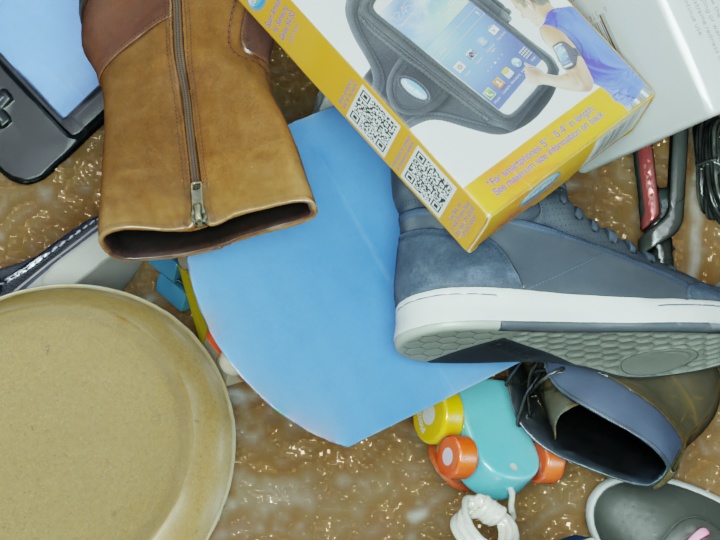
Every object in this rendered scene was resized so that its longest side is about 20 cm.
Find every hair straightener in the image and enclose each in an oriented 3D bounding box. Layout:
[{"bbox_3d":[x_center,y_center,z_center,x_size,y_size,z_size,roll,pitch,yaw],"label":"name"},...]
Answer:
[{"bbox_3d":[0.178,-0.078,1.521,0.076,0.041,0.201,-5,79,0],"label":"hair straightener"}]

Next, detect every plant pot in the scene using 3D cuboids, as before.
[{"bbox_3d":[-0.161,0.097,1.477,0.199,0.027,0.201,-8,113,-20],"label":"plant pot"}]

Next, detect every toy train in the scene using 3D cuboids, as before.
[{"bbox_3d":[0.008,0.068,1.480,0.200,0.150,0.056,43,132,3],"label":"toy train"}]

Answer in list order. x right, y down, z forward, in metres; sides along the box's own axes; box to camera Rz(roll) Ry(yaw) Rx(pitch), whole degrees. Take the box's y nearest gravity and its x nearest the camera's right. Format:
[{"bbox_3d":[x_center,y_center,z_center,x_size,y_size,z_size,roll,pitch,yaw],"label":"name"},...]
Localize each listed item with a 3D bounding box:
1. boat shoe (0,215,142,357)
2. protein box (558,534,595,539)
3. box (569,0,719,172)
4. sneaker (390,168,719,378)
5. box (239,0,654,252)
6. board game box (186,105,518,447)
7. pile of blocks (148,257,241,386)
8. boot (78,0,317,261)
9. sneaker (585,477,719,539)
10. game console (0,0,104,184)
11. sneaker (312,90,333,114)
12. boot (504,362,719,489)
[{"bbox_3d":[-0.211,0.018,1.506,0.200,0.075,0.093,-40,74,-8],"label":"boat shoe"},{"bbox_3d":[0.037,0.224,1.418,0.199,0.199,0.136,-19,85,0],"label":"protein box"},{"bbox_3d":[0.198,-0.145,1.442,0.199,0.152,0.107,-25,90,-23],"label":"box"},{"bbox_3d":[0.108,-0.026,1.428,0.201,0.077,0.147,6,65,-24],"label":"sneaker"},{"bbox_3d":[0.031,-0.118,1.373,0.119,0.042,0.200,-36,80,-29],"label":"box"},{"bbox_3d":[0.000,0.000,1.437,0.199,0.039,0.158,-24,79,-31],"label":"board game box"},{"bbox_3d":[-0.079,-0.042,1.524,0.062,0.082,0.201,-15,94,-42],"label":"pile of blocks"},{"bbox_3d":[-0.046,-0.105,1.400,0.187,0.069,0.201,-12,46,0],"label":"boot"},{"bbox_3d":[0.202,0.170,1.471,0.200,0.099,0.071,38,88,5],"label":"sneaker"},{"bbox_3d":[-0.168,-0.175,1.501,0.200,0.116,0.176,-43,85,-3],"label":"game console"},{"bbox_3d":[0.071,-0.134,1.518,0.146,0.081,0.201,22,82,-5],"label":"sneaker"},{"bbox_3d":[0.095,0.032,1.475,0.199,0.075,0.097,27,45,-1],"label":"boot"}]
